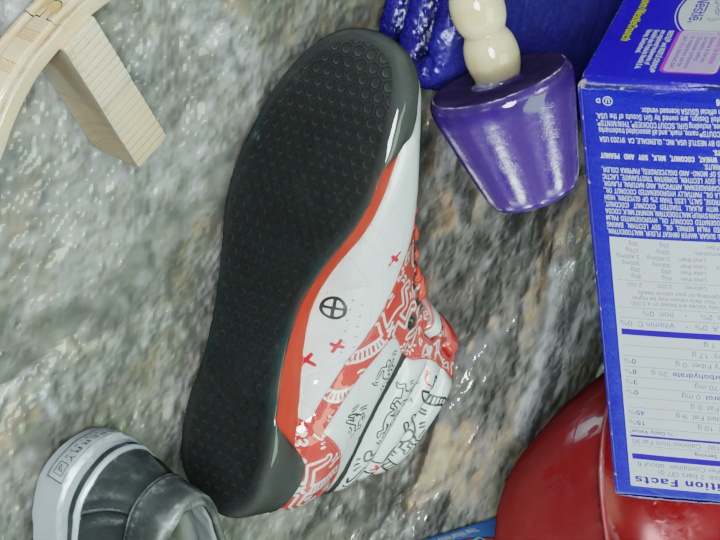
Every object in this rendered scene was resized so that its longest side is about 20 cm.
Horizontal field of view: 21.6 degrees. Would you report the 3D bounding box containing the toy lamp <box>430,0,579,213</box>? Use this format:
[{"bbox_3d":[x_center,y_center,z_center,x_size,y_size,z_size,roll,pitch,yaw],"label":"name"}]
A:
[{"bbox_3d":[0.035,-0.117,0.687,0.058,0.058,0.200,-32,113,-37],"label":"toy lamp"}]

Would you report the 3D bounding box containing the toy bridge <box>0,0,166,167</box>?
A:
[{"bbox_3d":[-0.090,-0.064,0.635,0.200,0.027,0.067,-52,141,-19],"label":"toy bridge"}]

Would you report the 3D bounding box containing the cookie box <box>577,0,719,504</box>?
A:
[{"bbox_3d":[0.155,-0.030,0.797,0.171,0.075,0.200,-58,146,-49],"label":"cookie box"}]

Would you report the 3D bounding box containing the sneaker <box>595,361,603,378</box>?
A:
[{"bbox_3d":[0.161,0.076,1.017,0.076,0.077,0.200,-90,-174,-46],"label":"sneaker"}]

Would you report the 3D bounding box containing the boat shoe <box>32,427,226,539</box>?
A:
[{"bbox_3d":[-0.081,0.154,0.738,0.072,0.071,0.200,-38,137,-33],"label":"boat shoe"}]

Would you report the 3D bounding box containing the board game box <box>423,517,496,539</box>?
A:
[{"bbox_3d":[0.033,0.208,0.940,0.200,0.045,0.153,-8,116,-49],"label":"board game box"}]

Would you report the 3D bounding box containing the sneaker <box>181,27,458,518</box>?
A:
[{"bbox_3d":[-0.001,0.000,0.756,0.108,0.067,0.202,-5,118,-52],"label":"sneaker"}]

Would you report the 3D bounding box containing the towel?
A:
[{"bbox_3d":[0.088,-0.140,0.807,0.200,0.049,0.148,3,101,-52],"label":"towel"}]

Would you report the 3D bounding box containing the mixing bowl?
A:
[{"bbox_3d":[0.136,0.137,0.908,0.200,0.108,0.201,22,59,-41],"label":"mixing bowl"}]
